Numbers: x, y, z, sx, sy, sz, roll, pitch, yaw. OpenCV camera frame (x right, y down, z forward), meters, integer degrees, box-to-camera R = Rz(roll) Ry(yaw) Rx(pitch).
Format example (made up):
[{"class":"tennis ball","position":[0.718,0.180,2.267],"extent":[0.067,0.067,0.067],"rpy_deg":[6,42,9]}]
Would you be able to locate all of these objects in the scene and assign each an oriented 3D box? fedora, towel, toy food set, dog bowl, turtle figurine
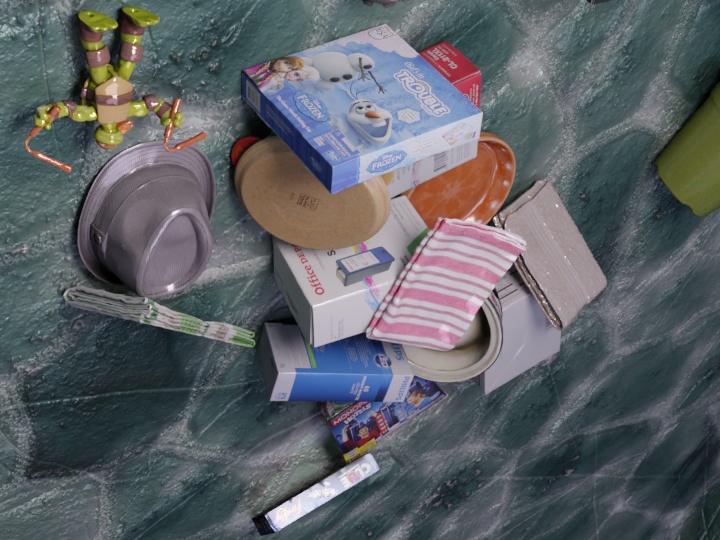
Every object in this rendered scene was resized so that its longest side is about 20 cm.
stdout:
[{"class":"fedora","position":[-0.231,-0.043,1.437],"extent":[0.176,0.090,0.200],"rpy_deg":[-7,133,-39]},{"class":"towel","position":[-0.240,0.054,1.508],"extent":[0.200,0.149,0.031],"rpy_deg":[19,83,-53]},{"class":"toy food set","position":[-0.059,-0.100,1.491],"extent":[0.197,0.049,0.200],"rpy_deg":[9,142,6]},{"class":"dog bowl","position":[0.116,0.063,1.811],"extent":[0.074,0.199,0.201],"rpy_deg":[-61,171,-53]},{"class":"turtle figurine","position":[-0.249,-0.189,1.287],"extent":[0.199,0.064,0.162],"rpy_deg":[-5,125,-28]},{"class":"towel","position":[0.109,0.024,1.588],"extent":[0.146,0.030,0.200],"rpy_deg":[11,122,-37]},{"class":"towel","position":[0.286,-0.027,1.862],"extent":[0.132,0.200,0.034],"rpy_deg":[-39,-170,-34]}]

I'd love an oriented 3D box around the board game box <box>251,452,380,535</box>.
[{"class":"board game box","position":[-0.074,0.364,2.021],"extent":[0.200,0.035,0.135],"rpy_deg":[-28,174,-18]}]

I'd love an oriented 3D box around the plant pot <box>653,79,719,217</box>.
[{"class":"plant pot","position":[0.579,-0.188,1.986],"extent":[0.190,0.200,0.200],"rpy_deg":[-44,147,24]}]

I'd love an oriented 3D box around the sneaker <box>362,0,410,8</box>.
[{"class":"sneaker","position":[0.073,-0.376,1.384],"extent":[0.200,0.071,0.098],"rpy_deg":[-38,145,-8]}]

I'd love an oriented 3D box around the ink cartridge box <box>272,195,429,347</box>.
[{"class":"ink cartridge box","position":[0.000,0.000,1.630],"extent":[0.199,0.146,0.088],"rpy_deg":[-18,138,-15]}]

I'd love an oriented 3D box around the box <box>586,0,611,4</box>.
[{"class":"box","position":[0.309,-0.395,1.508],"extent":[0.199,0.160,0.044],"rpy_deg":[-17,140,-29]}]

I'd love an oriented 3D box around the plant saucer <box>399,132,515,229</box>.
[{"class":"plant saucer","position":[0.131,-0.112,1.759],"extent":[0.200,0.032,0.201],"rpy_deg":[-24,142,-21]}]

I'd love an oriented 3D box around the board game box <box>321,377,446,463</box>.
[{"class":"board game box","position":[0.026,0.183,1.951],"extent":[0.200,0.062,0.200],"rpy_deg":[-33,143,-11]}]

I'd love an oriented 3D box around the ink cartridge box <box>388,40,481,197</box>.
[{"class":"ink cartridge box","position":[0.047,-0.178,1.561],"extent":[0.199,0.083,0.146],"rpy_deg":[-26,143,-20]}]

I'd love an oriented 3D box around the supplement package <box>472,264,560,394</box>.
[{"class":"supplement package","position":[0.228,0.068,1.975],"extent":[0.155,0.111,0.200],"rpy_deg":[-28,143,-17]}]

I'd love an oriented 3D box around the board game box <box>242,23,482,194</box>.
[{"class":"board game box","position":[0.000,-0.188,1.404],"extent":[0.198,0.200,0.043],"rpy_deg":[-22,140,-25]}]

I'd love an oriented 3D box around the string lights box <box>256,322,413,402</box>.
[{"class":"string lights box","position":[-0.036,0.129,1.747],"extent":[0.199,0.103,0.059],"rpy_deg":[3,129,-20]}]
